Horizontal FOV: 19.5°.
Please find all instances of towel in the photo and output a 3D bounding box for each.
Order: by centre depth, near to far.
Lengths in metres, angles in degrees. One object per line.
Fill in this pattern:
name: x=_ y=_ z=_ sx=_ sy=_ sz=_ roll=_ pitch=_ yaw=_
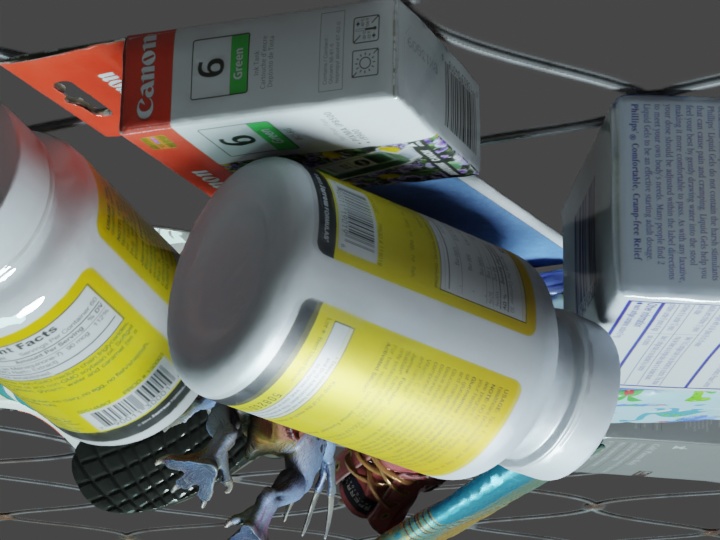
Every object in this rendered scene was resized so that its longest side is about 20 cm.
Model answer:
towel: x=0.049 y=0.157 z=1.322 sx=0.199 sy=0.022 sz=0.146 roll=-33 pitch=168 yaw=21

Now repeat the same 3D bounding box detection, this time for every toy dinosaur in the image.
toy dinosaur: x=-0.025 y=0.079 z=1.114 sx=0.105 sy=0.182 sz=0.200 roll=44 pitch=135 yaw=-5

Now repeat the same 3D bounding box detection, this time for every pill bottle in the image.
pill bottle: x=0.020 y=0.031 z=0.962 sx=0.199 sy=0.113 sz=0.112 roll=22 pitch=155 yaw=-30
pill bottle: x=-0.162 y=0.001 z=1.061 sx=0.113 sy=0.115 sz=0.200 roll=-6 pitch=150 yaw=23

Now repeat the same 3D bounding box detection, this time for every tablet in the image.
tablet: x=0.031 y=-0.028 z=1.161 sx=0.129 sy=0.014 sz=0.200 roll=-7 pitch=162 yaw=27

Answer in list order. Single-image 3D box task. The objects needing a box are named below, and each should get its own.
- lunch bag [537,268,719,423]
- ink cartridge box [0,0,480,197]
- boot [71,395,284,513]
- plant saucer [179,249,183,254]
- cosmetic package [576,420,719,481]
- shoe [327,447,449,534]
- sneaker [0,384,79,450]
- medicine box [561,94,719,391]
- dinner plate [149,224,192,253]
lunch bag: x=0.163 y=0.051 z=1.280 sx=0.198 sy=0.083 sz=0.161 roll=0 pitch=166 yaw=-10
ink cartridge box: x=-0.055 y=-0.070 z=0.955 sx=0.198 sy=0.051 sz=0.109 roll=-6 pitch=162 yaw=21
boot: x=-0.068 y=0.101 z=1.280 sx=0.199 sy=0.068 sz=0.131 roll=-26 pitch=162 yaw=2
plant saucer: x=0.000 y=0.000 z=1.153 sx=0.199 sy=0.032 sz=0.200 roll=11 pitch=170 yaw=2
cosmetic package: x=0.243 y=0.095 z=1.439 sx=0.198 sy=0.091 sz=0.107 roll=7 pitch=160 yaw=-8
shoe: x=0.024 y=0.118 z=1.294 sx=0.091 sy=0.072 sz=0.200 roll=-44 pitch=171 yaw=2
sneaker: x=-0.192 y=0.059 z=1.319 sx=0.199 sy=0.071 sz=0.093 roll=32 pitch=144 yaw=-4
medicine box: x=0.211 y=-0.007 z=1.057 sx=0.198 sy=0.104 sz=0.182 roll=1 pitch=164 yaw=-2
dinner plate: x=-0.144 y=0.009 z=1.285 sx=0.198 sy=0.024 sz=0.200 roll=0 pitch=163 yaw=0
